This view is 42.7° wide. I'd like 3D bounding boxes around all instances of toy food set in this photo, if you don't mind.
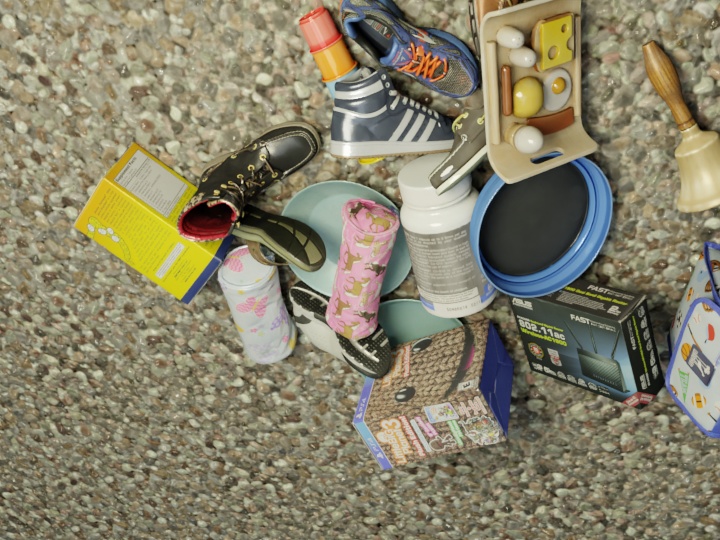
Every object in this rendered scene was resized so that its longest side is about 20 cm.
[{"bbox_3d":[0.214,-0.214,1.053,0.142,0.060,0.202,-21,123,-22],"label":"toy food set"}]

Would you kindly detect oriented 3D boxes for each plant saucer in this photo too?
[{"bbox_3d":[-0.018,-0.048,1.318,0.198,0.039,0.203,7,125,10],"label":"plant saucer"},{"bbox_3d":[0.081,0.115,1.410,0.197,0.036,0.202,7,127,10],"label":"plant saucer"}]

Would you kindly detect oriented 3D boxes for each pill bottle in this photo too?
[{"bbox_3d":[0.116,-0.048,1.237,0.112,0.114,0.202,-5,124,17],"label":"pill bottle"}]

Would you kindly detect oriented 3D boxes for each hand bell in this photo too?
[{"bbox_3d":[0.389,-0.183,1.105,0.103,0.104,0.202,-23,104,27],"label":"hand bell"}]

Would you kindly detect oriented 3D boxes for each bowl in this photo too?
[{"bbox_3d":[0.230,-0.063,1.188,0.198,0.039,0.203,-10,120,-18],"label":"bowl"}]

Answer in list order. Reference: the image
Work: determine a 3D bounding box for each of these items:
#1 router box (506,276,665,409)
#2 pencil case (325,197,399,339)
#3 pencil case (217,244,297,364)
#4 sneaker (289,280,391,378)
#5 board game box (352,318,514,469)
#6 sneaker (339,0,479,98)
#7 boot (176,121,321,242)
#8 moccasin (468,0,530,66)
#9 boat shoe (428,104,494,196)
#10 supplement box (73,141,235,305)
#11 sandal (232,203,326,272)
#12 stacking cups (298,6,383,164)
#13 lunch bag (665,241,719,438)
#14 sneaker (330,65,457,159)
[{"bbox_3d":[0.305,0.089,1.256,0.199,0.062,0.151,16,136,49],"label":"router box"},{"bbox_3d":[0.000,0.000,1.266,0.082,0.086,0.202,34,133,28],"label":"pencil case"},{"bbox_3d":[-0.149,0.053,1.368,0.090,0.084,0.201,-21,140,-7],"label":"pencil case"},{"bbox_3d":[-0.028,0.096,1.372,0.200,0.073,0.081,41,146,30],"label":"sneaker"},{"bbox_3d":[0.109,0.177,1.324,0.198,0.160,0.097,-19,118,25],"label":"board game box"},{"bbox_3d":[0.055,-0.265,1.121,0.198,0.079,0.076,28,127,-6],"label":"sneaker"},{"bbox_3d":[-0.152,-0.117,1.232,0.198,0.151,0.074,-17,120,24],"label":"boot"},{"bbox_3d":[0.161,-0.320,1.055,0.076,0.074,0.205,-3,104,7],"label":"moccasin"},{"bbox_3d":[0.149,-0.177,1.124,0.061,0.072,0.201,45,85,0],"label":"boat shoe"},{"bbox_3d":[-0.289,-0.067,1.329,0.199,0.109,0.110,36,125,-12],"label":"supplement box"},{"bbox_3d":[-0.128,-0.041,1.282,0.199,0.079,0.058,24,122,29],"label":"sandal"},{"bbox_3d":[-0.014,-0.238,1.177,0.060,0.061,0.202,-14,116,23],"label":"stacking cups"},{"bbox_3d":[0.470,0.090,1.190,0.122,0.201,0.172,11,128,6],"label":"lunch bag"},{"bbox_3d":[0.056,-0.201,1.147,0.197,0.070,0.110,-8,106,-19],"label":"sneaker"}]
